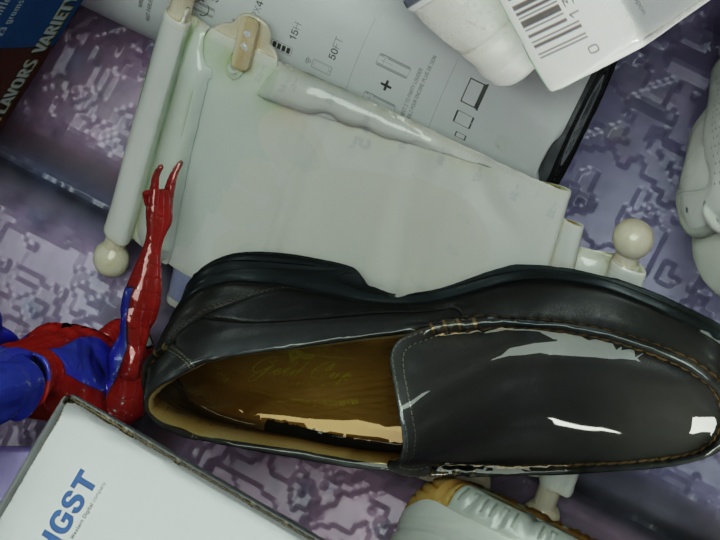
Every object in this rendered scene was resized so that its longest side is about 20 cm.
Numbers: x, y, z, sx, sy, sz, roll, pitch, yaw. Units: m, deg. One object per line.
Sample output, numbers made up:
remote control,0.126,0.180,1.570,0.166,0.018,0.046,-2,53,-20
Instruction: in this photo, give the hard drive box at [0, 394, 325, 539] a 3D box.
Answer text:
hard drive box,-0.037,0.154,0.757,0.200,0.077,0.156,30,85,7

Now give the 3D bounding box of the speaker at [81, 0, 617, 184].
speaker,-0.013,-0.094,0.876,0.200,0.081,0.081,26,84,7

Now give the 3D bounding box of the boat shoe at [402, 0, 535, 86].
boat shoe,0.079,-0.119,0.838,0.071,0.200,0.070,-34,97,39

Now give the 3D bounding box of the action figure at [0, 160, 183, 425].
action figure,-0.118,0.011,0.806,0.065,0.200,0.099,6,94,24

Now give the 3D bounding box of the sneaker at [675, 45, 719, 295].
sneaker,0.145,-0.031,0.806,0.078,0.200,0.100,24,98,-2

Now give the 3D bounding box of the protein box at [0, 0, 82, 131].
protein box,-0.207,-0.151,0.798,0.199,0.200,0.135,48,119,23

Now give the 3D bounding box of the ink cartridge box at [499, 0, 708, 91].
ink cartridge box,0.091,-0.169,0.788,0.200,0.050,0.161,-35,98,-42

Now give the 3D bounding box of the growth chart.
growth chart,0.000,0.000,0.859,0.200,0.018,0.145,29,121,6

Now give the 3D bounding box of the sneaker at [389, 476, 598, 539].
sneaker,0.092,0.144,0.823,0.200,0.076,0.088,24,89,24

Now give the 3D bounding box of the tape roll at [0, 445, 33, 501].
tape roll,-0.112,0.161,0.842,0.199,0.085,0.201,-1,81,4

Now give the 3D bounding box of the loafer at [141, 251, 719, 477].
loafer,0.025,0.042,0.818,0.199,0.072,0.073,2,116,19
